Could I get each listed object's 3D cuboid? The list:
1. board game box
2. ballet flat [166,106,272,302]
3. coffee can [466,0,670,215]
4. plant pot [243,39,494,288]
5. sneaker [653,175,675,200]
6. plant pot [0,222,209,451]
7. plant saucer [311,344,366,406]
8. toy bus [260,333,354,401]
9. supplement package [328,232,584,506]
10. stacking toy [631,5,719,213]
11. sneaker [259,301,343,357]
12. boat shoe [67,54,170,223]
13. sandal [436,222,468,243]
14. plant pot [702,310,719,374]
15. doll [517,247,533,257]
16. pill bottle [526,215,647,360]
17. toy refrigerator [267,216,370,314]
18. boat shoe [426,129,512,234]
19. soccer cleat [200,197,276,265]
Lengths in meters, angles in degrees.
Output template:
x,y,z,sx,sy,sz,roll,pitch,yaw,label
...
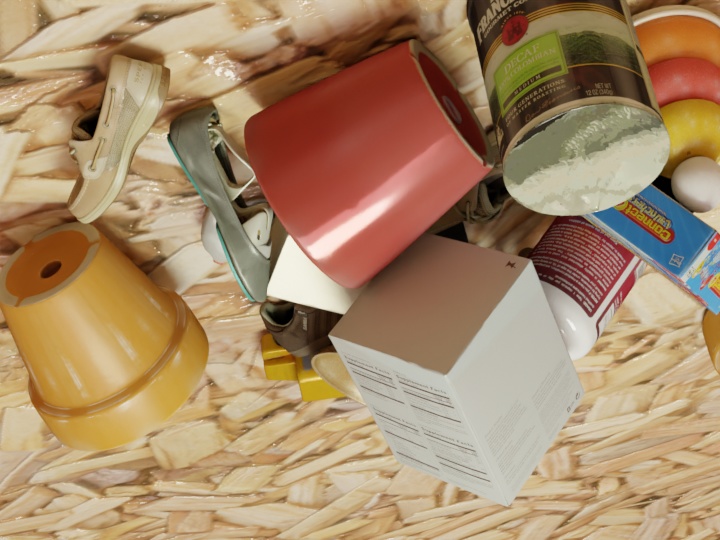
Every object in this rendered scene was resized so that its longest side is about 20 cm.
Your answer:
x,y,z,sx,sy,sz,roll,pitch,yaw,label
0.268,-0.052,1.371,0.056,0.200,0.196,-53,154,5,board game box
-0.122,-0.065,1.384,0.063,0.067,0.201,-24,101,12,ballet flat
0.181,-0.172,1.251,0.145,0.201,0.147,-5,145,-4,coffee can
0.017,-0.109,1.330,0.177,0.201,0.200,-32,139,17,plant pot
0.324,-0.072,1.517,0.074,0.085,0.201,-5,145,-3,sneaker
-0.289,0.057,1.507,0.199,0.201,0.184,-18,128,14,plant pot
0.042,0.124,1.593,0.199,0.036,0.200,20,160,7,plant saucer
-0.018,0.107,1.704,0.198,0.079,0.065,-8,145,0,toy bus
0.098,0.093,1.385,0.150,0.152,0.201,16,146,40,supplement package
0.301,-0.134,1.327,0.145,0.201,0.147,-5,145,-4,stacking toy
-0.037,0.036,1.601,0.075,0.071,0.199,40,130,-21,sneaker
-0.247,-0.128,1.351,0.064,0.072,0.200,18,129,-22,boat shoe
0.110,0.012,1.603,0.075,0.045,0.201,-41,145,-15,sandal
0.540,0.125,1.731,0.198,0.184,0.201,-5,145,-4,plant pot
0.170,0.056,1.658,0.136,0.048,0.201,-35,156,-20,doll
0.221,0.021,1.512,0.112,0.200,0.113,30,152,18,pill bottle
0.000,0.000,1.474,0.198,0.070,0.076,14,117,-18,toy refrigerator
0.118,-0.083,1.465,0.199,0.065,0.072,-33,141,22,boat shoe
-0.070,-0.039,1.506,0.198,0.070,0.078,2,141,-8,soccer cleat
